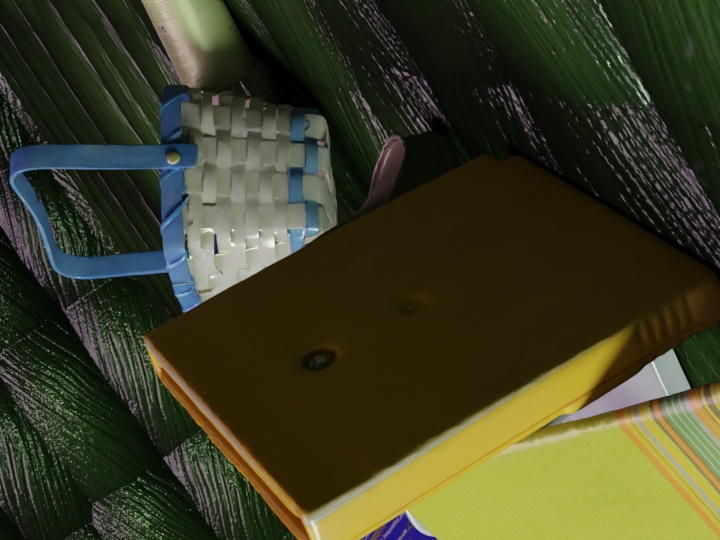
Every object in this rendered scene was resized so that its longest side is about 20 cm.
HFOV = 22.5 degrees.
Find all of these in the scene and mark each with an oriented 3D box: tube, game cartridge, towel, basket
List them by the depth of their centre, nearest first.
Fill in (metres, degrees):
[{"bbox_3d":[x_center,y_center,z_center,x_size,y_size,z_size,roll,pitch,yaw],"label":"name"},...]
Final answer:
[{"bbox_3d":[0.107,0.086,0.746,0.200,0.018,0.086,-19,126,37],"label":"towel"},{"bbox_3d":[0.027,0.026,0.780,0.176,0.200,0.032,40,152,55],"label":"game cartridge"},{"bbox_3d":[-0.131,-0.208,1.160,0.058,0.052,0.200,-14,114,33],"label":"tube"},{"bbox_3d":[-0.115,-0.038,1.177,0.176,0.199,0.139,87,178,-69],"label":"basket"}]

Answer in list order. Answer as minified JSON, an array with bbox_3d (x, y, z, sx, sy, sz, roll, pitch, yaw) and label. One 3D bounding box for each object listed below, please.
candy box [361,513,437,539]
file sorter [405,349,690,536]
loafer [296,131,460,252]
[{"bbox_3d":[0.034,0.169,1.118,0.169,0.077,0.200,-57,32,38],"label":"candy box"},{"bbox_3d":[0.079,0.084,0.934,0.200,0.124,0.139,37,159,58],"label":"file sorter"},{"bbox_3d":[0.000,0.000,0.897,0.068,0.200,0.076,23,139,-8],"label":"loafer"}]
